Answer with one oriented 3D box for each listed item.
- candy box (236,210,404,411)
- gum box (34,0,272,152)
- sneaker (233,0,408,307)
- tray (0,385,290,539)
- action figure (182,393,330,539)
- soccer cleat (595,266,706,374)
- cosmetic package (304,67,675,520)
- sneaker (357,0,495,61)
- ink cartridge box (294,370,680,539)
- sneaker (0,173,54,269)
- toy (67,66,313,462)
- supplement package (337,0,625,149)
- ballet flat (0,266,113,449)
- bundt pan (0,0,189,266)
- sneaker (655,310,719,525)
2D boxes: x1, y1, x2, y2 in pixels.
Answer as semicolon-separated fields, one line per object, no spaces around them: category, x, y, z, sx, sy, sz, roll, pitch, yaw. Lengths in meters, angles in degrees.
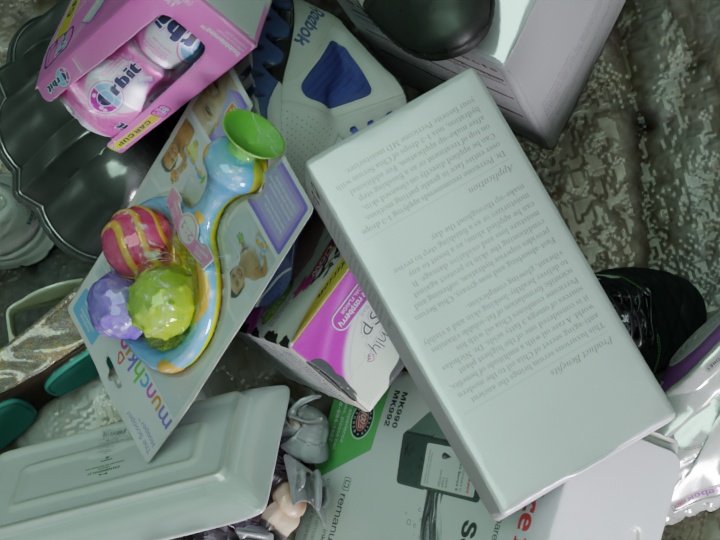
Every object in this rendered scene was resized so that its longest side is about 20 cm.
candy box;0.000;0.000;1.310;0.061;0.200;0.137;39;83;-13
gum box;-0.097;-0.164;1.264;0.066;0.201;0.113;38;129;-21
sneaker;-0.027;-0.075;1.304;0.114;0.080;0.201;16;59;-28
tray;-0.138;0.115;1.304;0.199;0.022;0.108;-15;33;19
action figure;-0.081;0.146;1.333;0.069;0.130;0.200;34;109;-15
soccer cleat;0.125;0.032;1.303;0.199;0.081;0.068;-4;85;-32
cosmetic package;0.062;0.013;1.170;0.101;0.071;0.201;-29;83;-6
sneaker;0.007;-0.203;1.204;0.074;0.089;0.201;-25;74;7
ink cartridge box;0.063;0.139;1.288;0.199;0.084;0.147;7;79;49
sneaker;-0.289;-0.027;1.441;0.198;0.087;0.075;-15;79;10
toy;-0.107;-0.005;1.243;0.200;0.047;0.116;-53;52;31
supplement package;0.072;-0.163;1.331;0.117;0.200;0.118;26;85;15
ballet flat;-0.211;0.059;1.425;0.199;0.068;0.067;-33;68;-5
bundt pan;-0.110;-0.092;1.362;0.201;0.076;0.203;16;57;-26
sneaker;0.183;0.117;1.322;0.100;0.075;0.200;42;100;-4
